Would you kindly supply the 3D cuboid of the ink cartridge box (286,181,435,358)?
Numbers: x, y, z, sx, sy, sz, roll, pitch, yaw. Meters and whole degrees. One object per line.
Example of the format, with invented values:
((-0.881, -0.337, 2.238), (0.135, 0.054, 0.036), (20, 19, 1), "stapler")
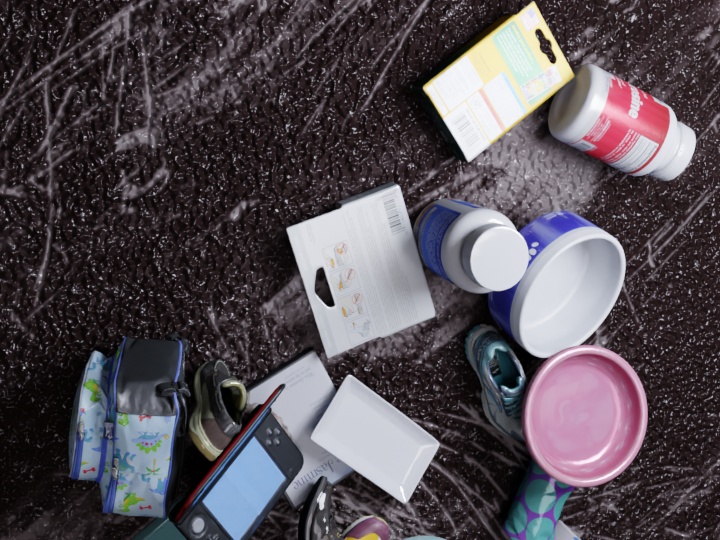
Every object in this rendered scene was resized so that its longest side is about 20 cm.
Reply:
((0.000, 0.000, 1.228), (0.171, 0.044, 0.203), (-20, 106, -10), "ink cartridge box")

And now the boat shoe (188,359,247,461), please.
((-0.176, 0.170, 1.126), (0.065, 0.201, 0.072), (-30, 110, 6), "boat shoe")

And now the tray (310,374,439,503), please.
((0.021, 0.249, 1.279), (0.199, 0.022, 0.108), (39, 75, -24), "tray")

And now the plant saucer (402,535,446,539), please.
((0.093, 0.517, 1.358), (0.197, 0.039, 0.205), (-3, 101, -15), "plant saucer")

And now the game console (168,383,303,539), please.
((-0.144, 0.274, 1.138), (0.200, 0.118, 0.174), (-49, 119, -31), "game console")

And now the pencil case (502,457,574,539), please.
((0.298, 0.336, 1.355), (0.091, 0.085, 0.203), (24, 94, -5), "pencil case")

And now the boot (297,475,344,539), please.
((-0.006, 0.408, 1.243), (0.171, 0.069, 0.204), (12, 75, -10), "boot")

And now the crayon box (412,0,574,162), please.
((0.188, -0.264, 1.222), (0.199, 0.052, 0.127), (-38, 108, -5), "crayon box")

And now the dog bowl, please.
((0.282, 0.020, 1.251), (0.197, 0.079, 0.203), (-19, 128, -26), "dog bowl")

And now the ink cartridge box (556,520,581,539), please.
((0.366, 0.529, 1.389), (0.200, 0.128, 0.125), (44, 88, -18), "ink cartridge box")

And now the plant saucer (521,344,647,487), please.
((0.322, 0.210, 1.274), (0.196, 0.051, 0.205), (0, 91, -14), "plant saucer")

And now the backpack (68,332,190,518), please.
((-0.297, 0.205, 1.116), (0.144, 0.183, 0.204), (4, 110, -13), "backpack")

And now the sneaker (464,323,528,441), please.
((0.218, 0.181, 1.301), (0.077, 0.086, 0.202), (-31, 107, -6), "sneaker")

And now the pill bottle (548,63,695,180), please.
((0.380, -0.207, 1.255), (0.197, 0.112, 0.114), (21, 95, -19), "pill bottle")

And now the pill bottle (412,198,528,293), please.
((0.149, -0.032, 1.179), (0.110, 0.200, 0.114), (-3, 102, -14), "pill bottle")

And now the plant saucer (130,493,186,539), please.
((-0.303, 0.408, 1.239), (0.199, 0.019, 0.070), (-39, 108, -4), "plant saucer")

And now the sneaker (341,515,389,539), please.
((-0.021, 0.460, 1.288), (0.075, 0.090, 0.201), (40, 89, -19), "sneaker")

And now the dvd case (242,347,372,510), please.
((-0.084, 0.232, 1.263), (0.141, 0.018, 0.202), (-30, 108, -9), "dvd case")
